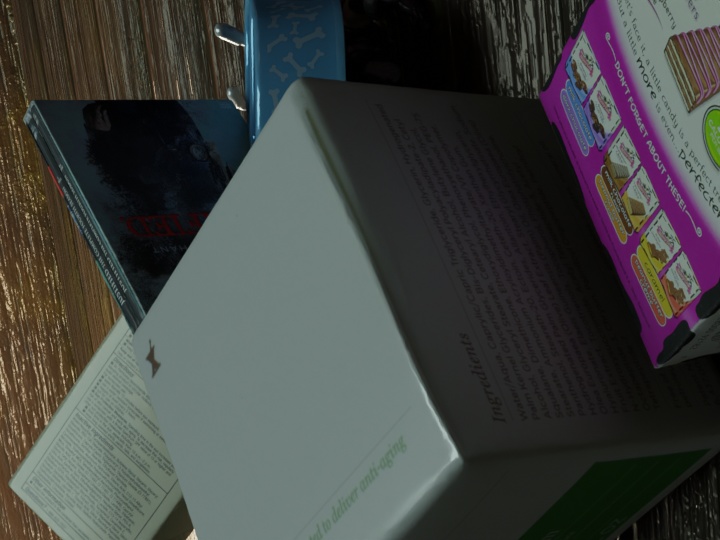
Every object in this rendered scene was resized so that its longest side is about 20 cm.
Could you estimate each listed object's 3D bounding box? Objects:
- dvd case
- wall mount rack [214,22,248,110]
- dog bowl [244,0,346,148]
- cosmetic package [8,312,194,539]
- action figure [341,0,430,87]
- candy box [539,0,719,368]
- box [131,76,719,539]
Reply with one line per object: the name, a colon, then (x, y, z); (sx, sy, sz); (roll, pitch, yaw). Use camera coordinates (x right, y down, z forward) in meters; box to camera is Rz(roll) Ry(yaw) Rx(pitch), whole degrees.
dvd case: (-0.093, -0.024, 0.862); (0.022, 0.146, 0.200); (-54, 54, 38)
wall mount rack: (-0.066, -0.150, 1.054); (0.174, 0.074, 0.200); (76, 169, -48)
dog bowl: (-0.041, -0.114, 0.874); (0.200, 0.049, 0.112); (-104, 14, -67)
cosmetic package: (-0.118, 0.085, 0.920); (0.103, 0.073, 0.200); (41, 106, 14)
action figure: (0.014, -0.105, 0.895); (0.200, 0.069, 0.130); (-107, 8, -55)
candy box: (0.142, -0.068, 0.539); (0.200, 0.061, 0.137); (112, 142, -61)
box: (0.025, 0.049, 0.700); (0.199, 0.171, 0.200); (-52, 49, 40)
